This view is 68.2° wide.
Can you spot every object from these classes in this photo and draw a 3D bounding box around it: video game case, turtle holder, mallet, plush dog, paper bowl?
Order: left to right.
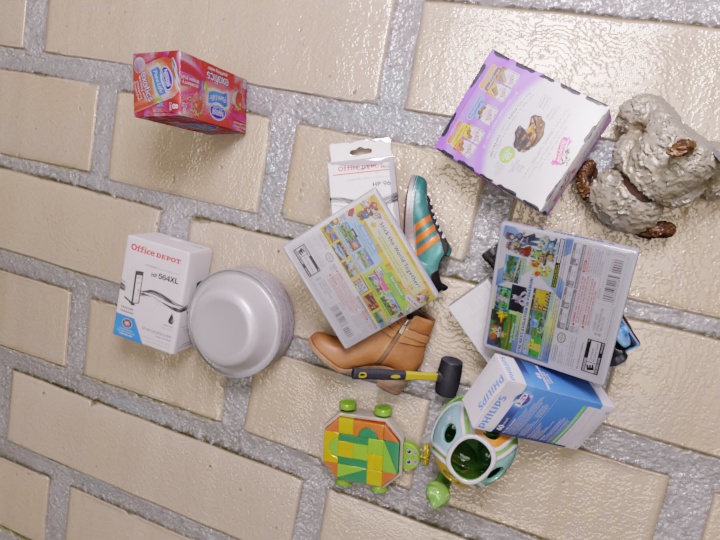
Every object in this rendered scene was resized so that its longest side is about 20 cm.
[{"bbox_3d":[-0.231,0.097,0.986,0.198,0.104,0.203,2,97,18],"label":"paper bowl"},{"bbox_3d":[0.000,0.000,0.860,0.181,0.023,0.201,-30,96,13],"label":"video game case"},{"bbox_3d":[0.082,0.164,0.880,0.198,0.041,0.067,14,99,-22],"label":"mallet"},{"bbox_3d":[0.168,0.289,0.868,0.184,0.132,0.142,-28,88,17],"label":"turtle holder"},{"bbox_3d":[0.275,0.045,0.757,0.181,0.022,0.202,16,115,29],"label":"video game case"},{"bbox_3d":[0.410,-0.126,0.760,0.200,0.160,0.172,41,132,11],"label":"plush dog"}]

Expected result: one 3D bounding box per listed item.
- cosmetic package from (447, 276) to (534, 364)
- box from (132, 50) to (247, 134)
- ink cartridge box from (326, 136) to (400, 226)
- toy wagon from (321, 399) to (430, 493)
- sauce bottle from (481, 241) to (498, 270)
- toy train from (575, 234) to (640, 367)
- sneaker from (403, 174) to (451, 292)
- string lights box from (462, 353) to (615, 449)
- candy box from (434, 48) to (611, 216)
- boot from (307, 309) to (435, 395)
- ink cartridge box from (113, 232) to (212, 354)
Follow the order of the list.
[{"bbox_3d":[0.236,0.116,0.872,0.082,0.051,0.201,-36,85,19],"label":"cosmetic package"},{"bbox_3d":[-0.284,-0.297,0.912,0.094,0.200,0.101,5,97,18],"label":"box"},{"bbox_3d":[0.006,-0.125,0.896,0.115,0.068,0.203,-6,92,4],"label":"ink cartridge box"},{"bbox_3d":[0.026,0.322,0.963,0.198,0.040,0.157,4,97,17],"label":"toy wagon"},{"bbox_3d":[0.268,0.043,0.850,0.064,0.065,0.201,-36,83,17],"label":"sauce bottle"},{"bbox_3d":[0.338,0.045,0.799,0.086,0.114,0.201,-36,86,37],"label":"toy train"},{"bbox_3d":[0.112,-0.058,0.889,0.079,0.071,0.203,0,94,2],"label":"sneaker"},{"bbox_3d":[0.268,0.202,0.803,0.198,0.059,0.103,17,120,-19],"label":"string lights box"},{"bbox_3d":[0.242,-0.206,0.807,0.199,0.071,0.169,38,105,24],"label":"candy box"},{"bbox_3d":[0.020,0.110,0.918,0.198,0.077,0.157,26,108,7],"label":"boot"},{"bbox_3d":[-0.385,0.040,1.037,0.144,0.084,0.202,15,100,15],"label":"ink cartridge box"}]
